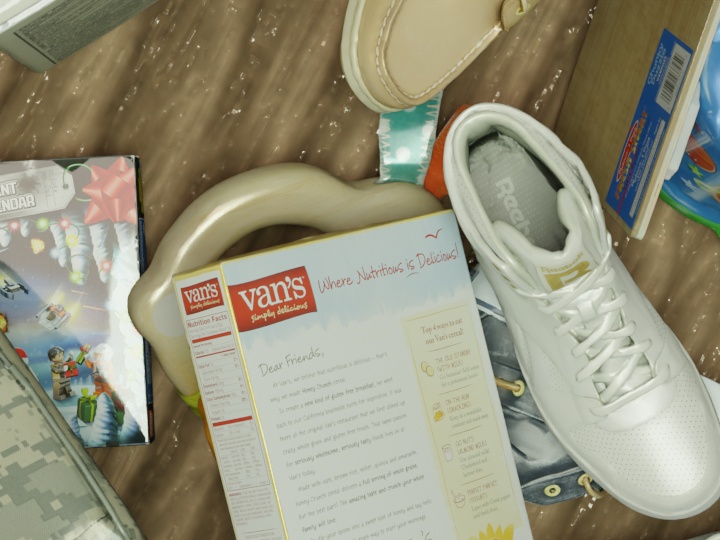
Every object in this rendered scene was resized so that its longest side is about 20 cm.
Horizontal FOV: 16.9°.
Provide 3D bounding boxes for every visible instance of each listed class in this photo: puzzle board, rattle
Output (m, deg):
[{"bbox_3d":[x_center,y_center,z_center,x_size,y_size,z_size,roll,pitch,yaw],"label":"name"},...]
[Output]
[{"bbox_3d":[0.138,-0.126,1.071,0.017,0.151,0.201,14,104,-14],"label":"puzzle board"},{"bbox_3d":[0.000,0.000,1.091,0.200,0.143,0.130,-33,99,-4],"label":"rattle"}]

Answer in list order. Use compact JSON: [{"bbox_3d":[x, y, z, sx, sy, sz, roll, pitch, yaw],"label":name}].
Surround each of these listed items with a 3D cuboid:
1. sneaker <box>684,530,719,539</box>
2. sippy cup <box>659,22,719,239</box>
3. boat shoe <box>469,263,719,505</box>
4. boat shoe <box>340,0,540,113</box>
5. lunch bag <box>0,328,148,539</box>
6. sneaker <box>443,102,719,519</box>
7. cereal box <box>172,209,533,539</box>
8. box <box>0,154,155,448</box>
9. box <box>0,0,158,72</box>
[{"bbox_3d":[0.190,0.131,1.086,0.199,0.115,0.081,-1,52,-18],"label":"sneaker"},{"bbox_3d":[0.191,-0.085,1.101,0.139,0.130,0.178,-36,90,-2],"label":"sippy cup"},{"bbox_3d":[0.121,0.081,1.134,0.200,0.071,0.091,27,90,7],"label":"boat shoe"},{"bbox_3d":[0.066,-0.155,1.103,0.074,0.069,0.200,45,72,-37],"label":"boat shoe"},{"bbox_3d":[-0.197,0.109,1.030,0.167,0.139,0.200,-35,71,-9],"label":"lunch bag"},{"bbox_3d":[0.092,0.019,1.048,0.074,0.116,0.200,-32,81,4],"label":"sneaker"},{"bbox_3d":[0.005,0.083,1.035,0.144,0.039,0.201,-13,89,-44],"label":"cereal box"},{"bbox_3d":[-0.199,0.019,1.140,0.199,0.040,0.138,-4,89,-1],"label":"box"},{"bbox_3d":[-0.129,-0.169,1.062,0.128,0.200,0.109,-32,91,-1],"label":"box"}]
